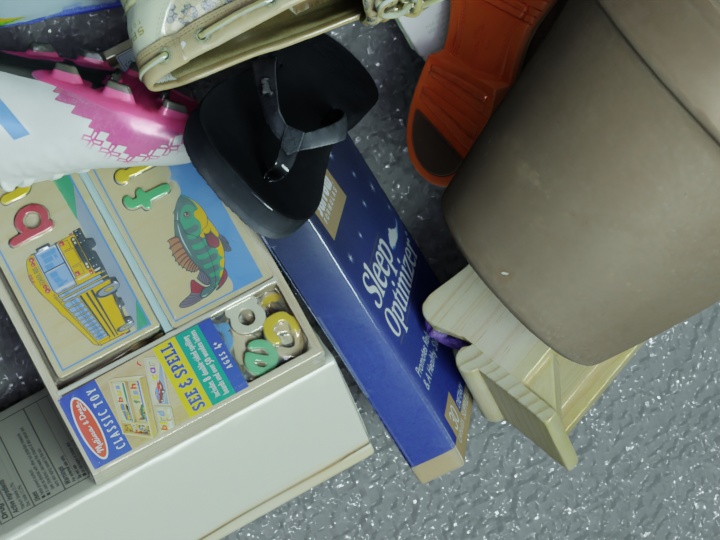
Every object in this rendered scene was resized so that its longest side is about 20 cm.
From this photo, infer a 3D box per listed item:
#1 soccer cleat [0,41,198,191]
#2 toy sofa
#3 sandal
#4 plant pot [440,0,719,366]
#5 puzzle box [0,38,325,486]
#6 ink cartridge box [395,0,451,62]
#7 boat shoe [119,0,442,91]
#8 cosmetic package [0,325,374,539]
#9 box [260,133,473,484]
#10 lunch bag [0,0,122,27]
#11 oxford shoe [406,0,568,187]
[{"bbox_3d":[-0.172,-0.070,1.244,0.199,0.070,0.087,14,106,-6],"label":"soccer cleat"},{"bbox_3d":[0.130,-0.004,1.322,0.200,0.097,0.083,-49,155,-8],"label":"toy sofa"},{"bbox_3d":[-0.035,-0.081,1.243,0.076,0.200,0.043,40,119,-8],"label":"sandal"},{"bbox_3d":[0.138,-0.051,1.208,0.200,0.200,0.175,41,106,-21],"label":"plant pot"},{"bbox_3d":[-0.122,-0.008,1.263,0.133,0.025,0.201,-28,74,-8],"label":"puzzle box"},{"bbox_3d":[0.088,-0.156,1.320,0.145,0.048,0.200,-30,125,4],"label":"ink cartridge box"},{"bbox_3d":[-0.017,-0.136,1.226,0.199,0.073,0.063,-13,72,2],"label":"boat shoe"},{"bbox_3d":[-0.106,0.093,1.303,0.199,0.104,0.073,-29,126,-7],"label":"cosmetic package"},{"bbox_3d":[0.000,0.000,1.309,0.032,0.121,0.200,-26,111,19],"label":"box"},{"bbox_3d":[-0.126,-0.213,1.216,0.169,0.128,0.201,-10,133,-7],"label":"lunch bag"},{"bbox_3d":[0.089,-0.136,1.279,0.073,0.071,0.201,1,121,-46],"label":"oxford shoe"}]
